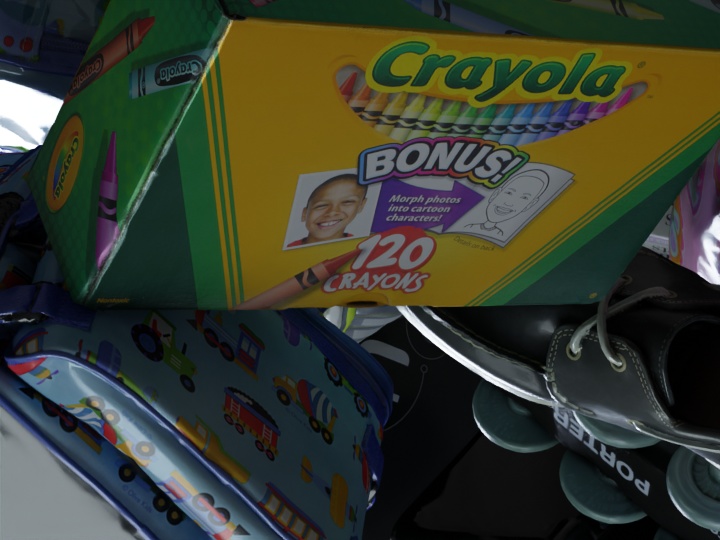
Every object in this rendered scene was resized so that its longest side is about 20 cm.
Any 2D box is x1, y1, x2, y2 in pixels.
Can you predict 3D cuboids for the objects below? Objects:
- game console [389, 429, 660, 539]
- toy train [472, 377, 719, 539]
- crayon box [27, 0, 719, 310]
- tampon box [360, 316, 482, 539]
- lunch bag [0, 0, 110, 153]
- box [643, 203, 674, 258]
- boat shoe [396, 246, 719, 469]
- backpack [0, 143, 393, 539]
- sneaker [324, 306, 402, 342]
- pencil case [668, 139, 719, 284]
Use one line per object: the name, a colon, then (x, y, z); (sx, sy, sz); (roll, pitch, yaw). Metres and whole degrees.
game console: (0.147, 0.108, 1.076); (0.176, 0.200, 0.116); (-1, 125, 49)
toy train: (0.131, 0.051, 0.981); (0.200, 0.114, 0.085); (39, 152, 27)
crayon box: (0.014, -0.048, 0.716); (0.200, 0.058, 0.119); (0, 138, -33)
tampon box: (-0.012, 0.077, 1.277); (0.200, 0.150, 0.126); (22, 165, -28)
lunch bag: (-0.157, -0.099, 0.892); (0.200, 0.083, 0.161); (15, 169, 2)
box: (0.076, -0.037, 0.973); (0.200, 0.039, 0.041); (13, 166, 9)
boat shoe: (0.101, 0.022, 0.827); (0.200, 0.072, 0.068); (25, 167, 12)
backpack: (-0.078, 0.034, 0.802); (0.135, 0.200, 0.183); (-32, 114, 27)
sneaker: (0.000, 0.000, 0.960); (0.081, 0.074, 0.200); (-17, 177, -6)
pencil case: (0.167, -0.027, 0.836); (0.087, 0.087, 0.200); (15, 167, -1)
